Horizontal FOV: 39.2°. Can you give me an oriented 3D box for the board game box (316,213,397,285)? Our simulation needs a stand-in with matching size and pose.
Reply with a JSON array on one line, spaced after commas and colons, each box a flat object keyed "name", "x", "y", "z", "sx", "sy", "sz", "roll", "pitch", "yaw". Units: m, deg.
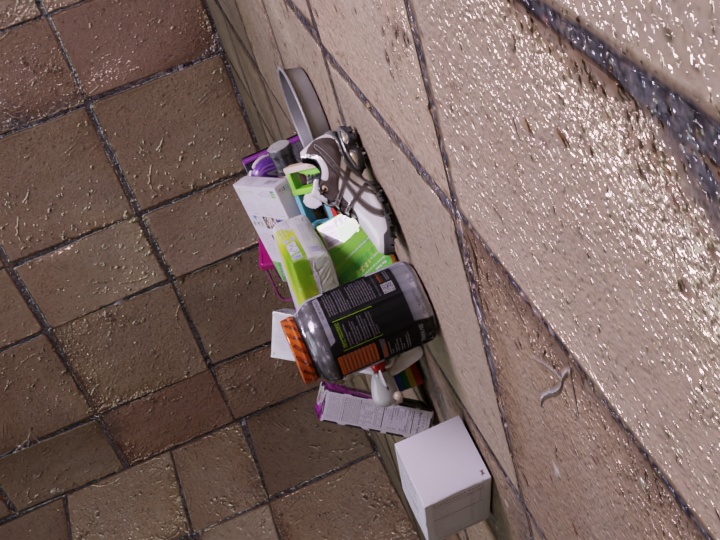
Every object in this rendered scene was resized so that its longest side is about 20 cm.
[{"name": "board game box", "x": 0.012, "y": 0.004, "z": 1.525, "sx": 0.030, "sy": 0.095, "sz": 0.201, "roll": 1, "pitch": -115, "yaw": -63}]

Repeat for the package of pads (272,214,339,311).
[{"name": "package of pads", "x": -0.072, "y": 0.028, "z": 1.583, "sx": 0.155, "sy": 0.068, "sz": 0.201, "roll": -123, "pitch": 16, "yaw": -59}]

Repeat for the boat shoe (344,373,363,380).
[{"name": "boat shoe", "x": -0.040, "y": 0.092, "z": 1.764, "sx": 0.072, "sy": 0.065, "sz": 0.201, "roll": 118, "pitch": 130, "yaw": -82}]

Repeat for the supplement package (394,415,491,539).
[{"name": "supplement package", "x": 0.129, "y": 0.325, "z": 1.554, "sx": 0.200, "sy": 0.113, "sz": 0.110, "roll": 80, "pitch": 165, "yaw": -59}]

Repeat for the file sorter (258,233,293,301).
[{"name": "file sorter", "x": -0.108, "y": -0.060, "z": 1.902, "sx": 0.126, "sy": 0.138, "sz": 0.200, "roll": 72, "pitch": -170, "yaw": -51}]

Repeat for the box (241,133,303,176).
[{"name": "box", "x": -0.134, "y": -0.187, "z": 1.890, "sx": 0.200, "sy": 0.143, "sz": 0.036, "roll": -121, "pitch": 8, "yaw": -57}]

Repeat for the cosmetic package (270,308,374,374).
[{"name": "cosmetic package", "x": -0.053, "y": 0.119, "z": 1.713, "sx": 0.051, "sy": 0.199, "sz": 0.083, "roll": -11, "pitch": -73, "yaw": -64}]

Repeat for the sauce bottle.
[{"name": "sauce bottle", "x": -0.101, "y": -0.122, "z": 1.693, "sx": 0.200, "sy": 0.065, "sz": 0.065, "roll": 65, "pitch": 176, "yaw": -29}]

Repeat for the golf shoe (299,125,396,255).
[{"name": "golf shoe", "x": -0.017, "y": -0.100, "z": 1.412, "sx": 0.078, "sy": 0.094, "sz": 0.200, "roll": 91, "pitch": 155, "yaw": -72}]

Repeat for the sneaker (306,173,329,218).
[{"name": "sneaker", "x": -0.048, "y": -0.135, "z": 1.672, "sx": 0.087, "sy": 0.074, "sz": 0.200, "roll": -111, "pitch": 3, "yaw": -53}]

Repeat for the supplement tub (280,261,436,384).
[{"name": "supplement tub", "x": -0.004, "y": 0.076, "z": 1.415, "sx": 0.123, "sy": 0.199, "sz": 0.123, "roll": 158, "pitch": 90, "yaw": -84}]

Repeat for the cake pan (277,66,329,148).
[{"name": "cake pan", "x": -0.090, "y": -0.260, "z": 1.731, "sx": 0.200, "sy": 0.037, "sz": 0.201, "roll": 158, "pitch": 90, "yaw": -84}]

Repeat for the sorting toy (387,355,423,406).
[{"name": "sorting toy", "x": 0.040, "y": 0.123, "z": 1.819, "sx": 0.200, "sy": 0.069, "sz": 0.199, "roll": -154, "pitch": 43, "yaw": -82}]

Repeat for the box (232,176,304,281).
[{"name": "box", "x": -0.127, "y": -0.064, "z": 1.699, "sx": 0.144, "sy": 0.036, "sz": 0.200, "roll": 12, "pitch": 132, "yaw": 55}]

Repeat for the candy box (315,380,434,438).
[{"name": "candy box", "x": 0.023, "y": 0.255, "z": 1.841, "sx": 0.136, "sy": 0.199, "sz": 0.061, "roll": -174, "pitch": 97, "yaw": -83}]

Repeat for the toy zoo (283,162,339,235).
[{"name": "toy zoo", "x": -0.035, "y": -0.082, "z": 1.593, "sx": 0.131, "sy": 0.020, "sz": 0.201, "roll": -8, "pitch": 111, "yaw": 42}]

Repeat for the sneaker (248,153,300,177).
[{"name": "sneaker", "x": -0.099, "y": -0.141, "z": 1.760, "sx": 0.200, "sy": 0.081, "sz": 0.083, "roll": 24, "pitch": -166, "yaw": -25}]

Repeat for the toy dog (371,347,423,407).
[{"name": "toy dog", "x": 0.054, "y": 0.123, "z": 1.604, "sx": 0.096, "sy": 0.132, "sz": 0.200, "roll": 10, "pitch": 138, "yaw": 36}]
